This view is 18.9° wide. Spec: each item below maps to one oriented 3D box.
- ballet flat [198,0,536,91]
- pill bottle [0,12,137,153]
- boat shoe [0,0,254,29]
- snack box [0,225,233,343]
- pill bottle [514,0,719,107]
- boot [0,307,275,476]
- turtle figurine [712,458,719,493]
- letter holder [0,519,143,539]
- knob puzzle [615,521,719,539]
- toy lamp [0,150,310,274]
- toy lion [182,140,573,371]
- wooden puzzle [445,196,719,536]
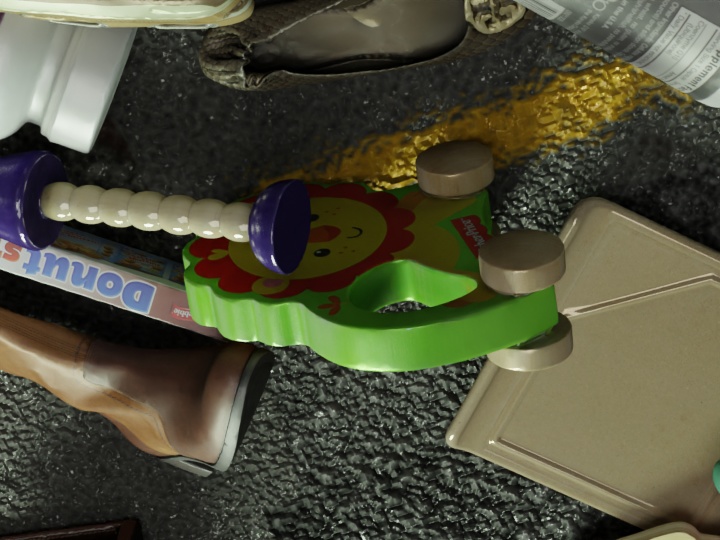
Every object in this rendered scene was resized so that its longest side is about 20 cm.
[{"bbox_3d":[0.005,-0.135,1.205,0.198,0.046,0.068,-9,116,9],"label":"ballet flat"},{"bbox_3d":[-0.227,-0.138,1.184,0.198,0.113,0.113,21,116,-6],"label":"pill bottle"},{"bbox_3d":[-0.150,-0.152,1.112,0.198,0.076,0.072,14,75,14],"label":"boat shoe"},{"bbox_3d":[-0.164,-0.005,1.266,0.198,0.072,0.025,18,100,-5],"label":"snack box"},{"bbox_3d":[0.174,-0.157,1.144,0.199,0.113,0.114,26,115,-9],"label":"pill bottle"},{"bbox_3d":[-0.156,0.045,1.255,0.199,0.188,0.069,26,77,-8],"label":"boot"},{"bbox_3d":[0.281,0.111,1.262,0.198,0.101,0.151,-9,94,-7],"label":"turtle figurine"},{"bbox_3d":[-0.196,0.278,1.395,0.141,0.101,0.202,-7,116,10],"label":"letter holder"},{"bbox_3d":[0.195,0.229,1.374,0.217,0.031,0.221,5,127,6],"label":"knob puzzle"},{"bbox_3d":[-0.128,-0.032,1.183,0.198,0.058,0.059,7,118,23],"label":"toy lamp"},{"bbox_3d":[0.000,0.000,1.195,0.190,0.200,0.069,-14,118,-10],"label":"toy lion"},{"bbox_3d":[0.174,0.064,1.299,0.198,0.037,0.186,22,116,-13],"label":"wooden puzzle"}]
